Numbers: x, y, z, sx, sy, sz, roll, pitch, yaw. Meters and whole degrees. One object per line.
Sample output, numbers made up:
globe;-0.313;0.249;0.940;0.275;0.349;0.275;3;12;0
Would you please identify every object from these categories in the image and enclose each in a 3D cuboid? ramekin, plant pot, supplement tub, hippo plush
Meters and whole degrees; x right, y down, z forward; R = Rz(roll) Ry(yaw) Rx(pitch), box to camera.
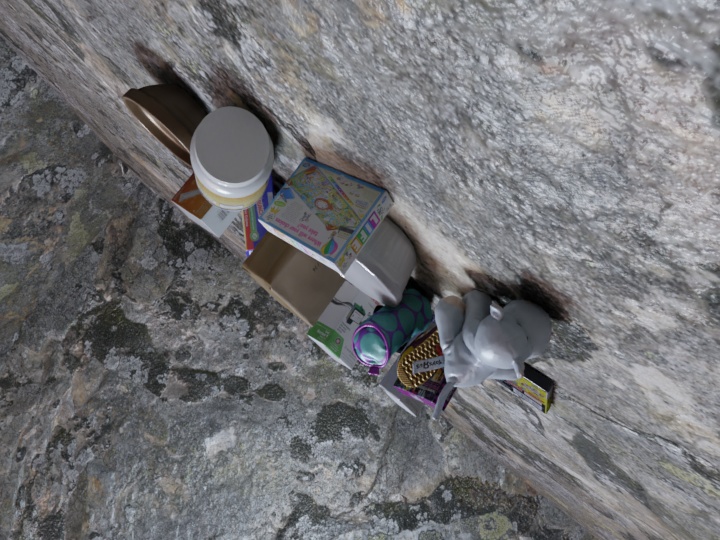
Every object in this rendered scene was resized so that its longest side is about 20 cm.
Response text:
ramekin;0.010;-0.036;0.966;0.200;0.095;0.203;36;168;8
plant pot;-0.378;-0.310;1.129;0.198;0.094;0.201;36;167;9
supplement tub;-0.225;-0.193;0.972;0.143;0.146;0.200;39;169;-9
hippo plush;0.181;0.089;0.803;0.163;0.195;0.161;65;154;17

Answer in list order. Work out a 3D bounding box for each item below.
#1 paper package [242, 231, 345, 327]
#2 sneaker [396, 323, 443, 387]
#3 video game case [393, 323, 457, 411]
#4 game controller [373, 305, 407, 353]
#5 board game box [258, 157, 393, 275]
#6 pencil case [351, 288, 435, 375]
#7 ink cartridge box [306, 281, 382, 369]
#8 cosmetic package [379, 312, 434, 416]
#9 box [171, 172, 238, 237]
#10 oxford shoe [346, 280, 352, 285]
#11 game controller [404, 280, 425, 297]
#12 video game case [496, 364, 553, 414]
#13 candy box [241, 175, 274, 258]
paper package;-0.109;-0.023;1.120;0.102;0.202;0.191;28;166;37
sneaker;0.144;0.119;0.962;0.076;0.197;0.090;55;-172;-6
video game case;0.153;0.167;1.062;0.035;0.184;0.199;37;167;-11
game controller;0.099;0.145;1.275;0.041;0.107;0.198;-26;149;29
board game box;-0.059;-0.092;0.868;0.198;0.136;0.034;29;167;39
pencil case;0.064;0.106;1.016;0.083;0.199;0.096;6;108;30
ink cartridge box;-0.029;0.130;1.452;0.083;0.203;0.146;20;161;43
cosmetic package;0.138;0.205;1.211;0.073;0.202;0.102;25;165;42
box;-0.493;-0.213;1.766;0.197;0.126;0.098;28;165;38
oxford shoe;0.000;0.000;1.233;0.083;0.074;0.198;25;180;-36
game controller;0.100;0.063;1.194;0.103;0.043;0.201;36;167;11
video game case;0.308;0.211;1.153;0.198;0.026;0.182;34;167;29
candy box;-0.224;-0.113;1.220;0.074;0.175;0.200;-5;173;-12
